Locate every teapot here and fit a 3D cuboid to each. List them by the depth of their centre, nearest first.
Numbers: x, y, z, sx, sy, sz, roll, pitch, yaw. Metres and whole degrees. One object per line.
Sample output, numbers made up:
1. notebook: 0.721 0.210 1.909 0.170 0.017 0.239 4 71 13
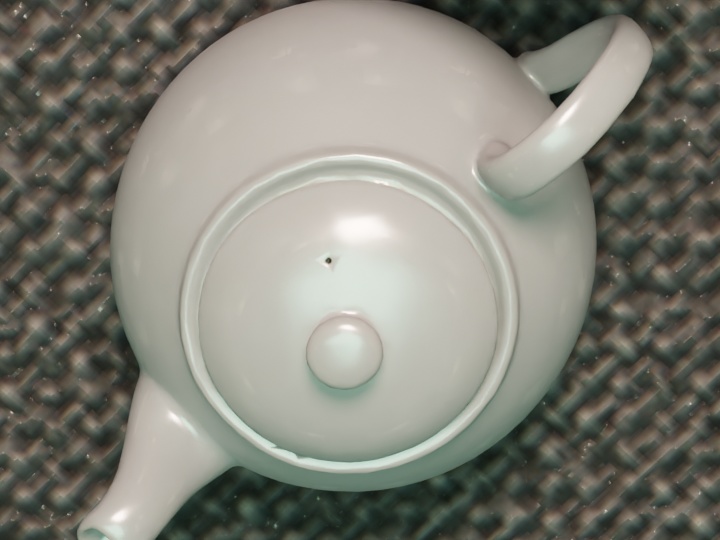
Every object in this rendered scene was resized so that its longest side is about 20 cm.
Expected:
1. teapot: 0.000 0.000 0.908 0.196 0.146 0.201 2 109 0
